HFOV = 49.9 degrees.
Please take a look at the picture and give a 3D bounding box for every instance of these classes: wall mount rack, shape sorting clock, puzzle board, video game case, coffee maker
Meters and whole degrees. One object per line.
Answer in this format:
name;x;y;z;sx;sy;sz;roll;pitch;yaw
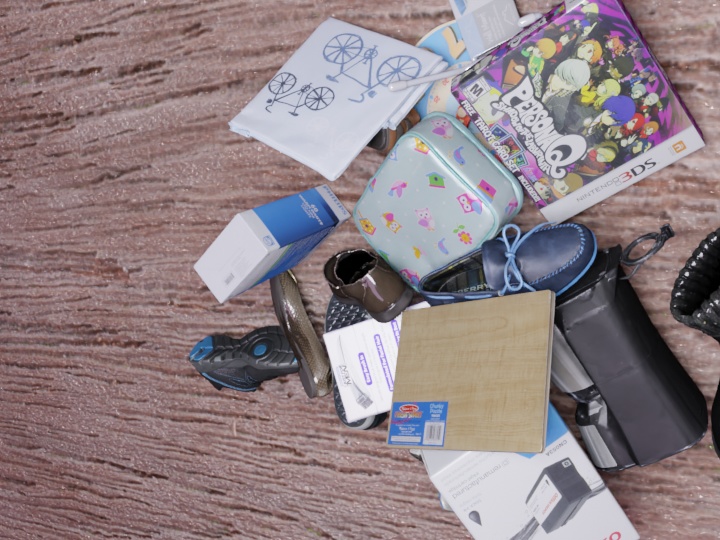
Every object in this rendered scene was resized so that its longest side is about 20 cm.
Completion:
wall mount rack;0.097;-0.278;0.825;0.172;0.074;0.203;-22;81;23
shape sorting clock;0.123;-0.183;0.886;0.197;0.039;0.204;9;109;27
puzzle board;0.108;0.105;0.783;0.198;0.017;0.153;-12;63;47
video game case;0.220;-0.162;0.790;0.180;0.036;0.200;-29;116;30
coffee maker;0.277;0.091;0.811;0.201;0.134;0.191;54;141;-6

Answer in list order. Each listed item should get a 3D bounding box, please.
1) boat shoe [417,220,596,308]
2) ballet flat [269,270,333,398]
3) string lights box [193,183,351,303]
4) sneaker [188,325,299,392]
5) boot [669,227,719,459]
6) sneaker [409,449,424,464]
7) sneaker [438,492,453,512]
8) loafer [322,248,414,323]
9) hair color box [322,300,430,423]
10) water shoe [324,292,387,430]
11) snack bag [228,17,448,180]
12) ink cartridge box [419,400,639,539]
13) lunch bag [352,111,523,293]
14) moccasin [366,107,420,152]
boat shoe;0.147;0.005;0.805;0.199;0.068;0.085;-31;49;32
ballet flat;-0.079;0.077;1.054;0.068;0.046;0.202;110;141;-58
string lights box;-0.104;-0.038;0.962;0.059;0.199;0.103;50;121;6
sneaker;-0.151;0.133;1.131;0.197;0.074;0.083;-4;131;27
boot;0.354;0.076;0.732;0.079;0.156;0.215;10;81;55
sneaker;0.139;0.202;0.951;0.078;0.090;0.199;37;144;-23
sneaker;0.192;0.287;0.969;0.197;0.072;0.073;-7;100;29
loafer;0.000;0.000;0.940;0.072;0.073;0.199;52;168;-23
hair color box;0.065;0.098;0.925;0.197;0.065;0.111;-18;85;9
water shoe;-0.002;0.108;1.028;0.070;0.079;0.204;-5;77;27
snack bag;-0.028;-0.197;0.878;0.187;0.201;0.021;30;161;33
ink cartridge box;0.176;0.230;0.817;0.144;0.084;0.201;-35;106;5
lunch bag;0.086;-0.069;0.888;0.160;0.077;0.200;43;145;4
moccasin;-0.014;-0.205;0.938;0.200;0.077;0.075;24;133;39
